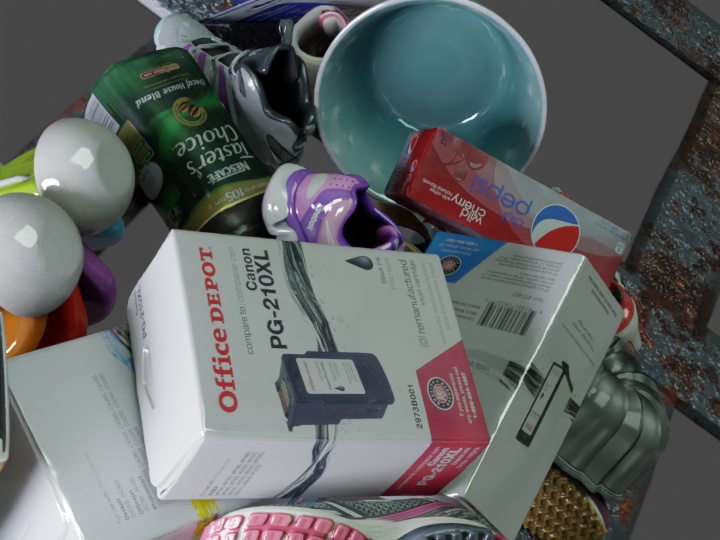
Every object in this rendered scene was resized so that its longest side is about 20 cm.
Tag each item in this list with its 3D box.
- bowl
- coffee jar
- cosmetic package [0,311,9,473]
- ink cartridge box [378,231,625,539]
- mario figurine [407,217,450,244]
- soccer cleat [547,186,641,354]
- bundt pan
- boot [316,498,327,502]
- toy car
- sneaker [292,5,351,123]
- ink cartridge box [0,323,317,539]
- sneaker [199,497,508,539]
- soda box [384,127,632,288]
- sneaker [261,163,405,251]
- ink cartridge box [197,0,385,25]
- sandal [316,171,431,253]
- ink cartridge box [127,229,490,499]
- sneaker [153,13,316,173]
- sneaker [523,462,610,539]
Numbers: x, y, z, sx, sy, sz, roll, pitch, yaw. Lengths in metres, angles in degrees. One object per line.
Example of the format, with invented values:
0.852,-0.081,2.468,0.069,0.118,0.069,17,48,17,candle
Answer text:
0.064,-0.161,1.156,0.200,0.201,0.105,28,30,-9,bowl
-0.136,-0.084,1.094,0.104,0.085,0.200,-25,72,-40,coffee jar
-0.274,0.113,0.783,0.087,0.200,0.104,6,55,-28,cosmetic package
0.082,0.081,0.974,0.084,0.145,0.201,47,66,-41,ink cartridge box
0.094,-0.040,1.221,0.123,0.106,0.201,-19,50,0,mario figurine
0.207,0.001,1.252,0.085,0.068,0.201,52,8,-46,soccer cleat
0.181,0.089,1.095,0.202,0.076,0.202,42,18,-17,bundt pan
-0.061,0.080,1.003,0.075,0.074,0.201,-27,78,-16,boot
-0.238,-0.005,0.942,0.150,0.174,0.201,57,37,-30,toy car
-0.006,-0.199,1.246,0.199,0.105,0.076,-18,64,-39,sneaker
-0.143,0.130,0.884,0.199,0.147,0.147,-16,66,-39,ink cartridge box
-0.005,0.181,0.830,0.198,0.081,0.075,8,11,-19,sneaker
0.123,-0.046,1.102,0.199,0.070,0.064,26,86,-17,soda box
0.000,0.000,1.056,0.201,0.088,0.081,63,35,-31,sneaker
-0.028,-0.265,1.225,0.199,0.197,0.047,-5,91,-35,ink cartridge box
0.027,-0.025,1.123,0.054,0.081,0.200,-30,54,-22,sandal
-0.035,0.062,0.839,0.199,0.084,0.146,5,54,-29,ink cartridge box
-0.098,-0.179,1.148,0.077,0.140,0.200,-25,72,-40,sneaker
0.133,0.140,1.091,0.200,0.075,0.090,42,38,-4,sneaker
